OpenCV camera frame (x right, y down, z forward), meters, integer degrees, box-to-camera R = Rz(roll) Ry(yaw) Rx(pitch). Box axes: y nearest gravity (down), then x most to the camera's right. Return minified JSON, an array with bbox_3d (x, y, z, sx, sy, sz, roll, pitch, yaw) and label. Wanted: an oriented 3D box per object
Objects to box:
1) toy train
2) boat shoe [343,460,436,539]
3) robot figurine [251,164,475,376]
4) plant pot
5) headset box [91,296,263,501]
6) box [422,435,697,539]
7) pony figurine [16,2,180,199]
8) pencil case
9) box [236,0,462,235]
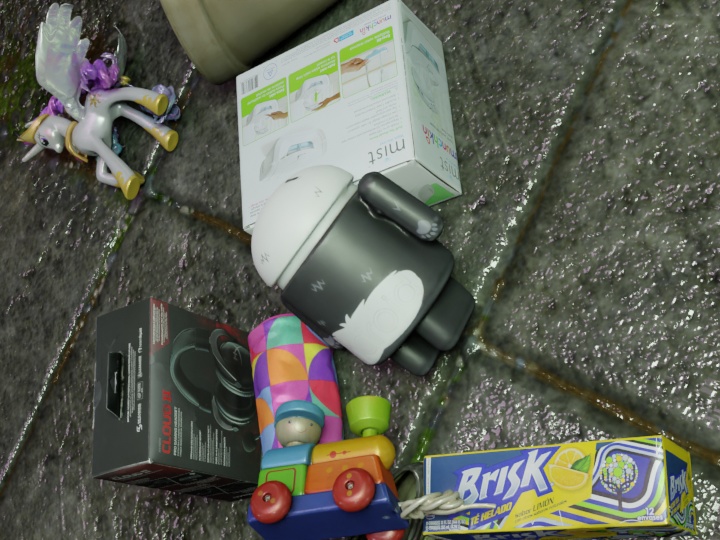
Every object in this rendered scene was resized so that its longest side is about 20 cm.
[{"bbox_3d":[0.012,0.151,0.831,0.198,0.085,0.117,-13,50,18],"label":"toy train"},{"bbox_3d":[0.009,0.247,0.875,0.073,0.065,0.202,24,88,39],"label":"boat shoe"},{"bbox_3d":[0.001,-0.002,0.896,0.199,0.125,0.151,37,92,-2],"label":"robot figurine"},{"bbox_3d":[-0.111,-0.320,1.108,0.172,0.200,0.202,-18,62,10],"label":"plant pot"},{"bbox_3d":[-0.161,0.122,0.958,0.077,0.199,0.150,-18,63,29],"label":"headset box"},{"bbox_3d":[0.148,0.171,0.800,0.198,0.070,0.065,-12,65,32],"label":"box"},{"bbox_3d":[-0.308,-0.194,1.226,0.199,0.166,0.195,23,95,23],"label":"pony figurine"},{"bbox_3d":[-0.052,0.141,0.950,0.088,0.088,0.202,-24,63,26],"label":"pencil case"},{"bbox_3d":[-0.017,-0.134,1.012,0.199,0.096,0.178,-20,63,28],"label":"box"}]
